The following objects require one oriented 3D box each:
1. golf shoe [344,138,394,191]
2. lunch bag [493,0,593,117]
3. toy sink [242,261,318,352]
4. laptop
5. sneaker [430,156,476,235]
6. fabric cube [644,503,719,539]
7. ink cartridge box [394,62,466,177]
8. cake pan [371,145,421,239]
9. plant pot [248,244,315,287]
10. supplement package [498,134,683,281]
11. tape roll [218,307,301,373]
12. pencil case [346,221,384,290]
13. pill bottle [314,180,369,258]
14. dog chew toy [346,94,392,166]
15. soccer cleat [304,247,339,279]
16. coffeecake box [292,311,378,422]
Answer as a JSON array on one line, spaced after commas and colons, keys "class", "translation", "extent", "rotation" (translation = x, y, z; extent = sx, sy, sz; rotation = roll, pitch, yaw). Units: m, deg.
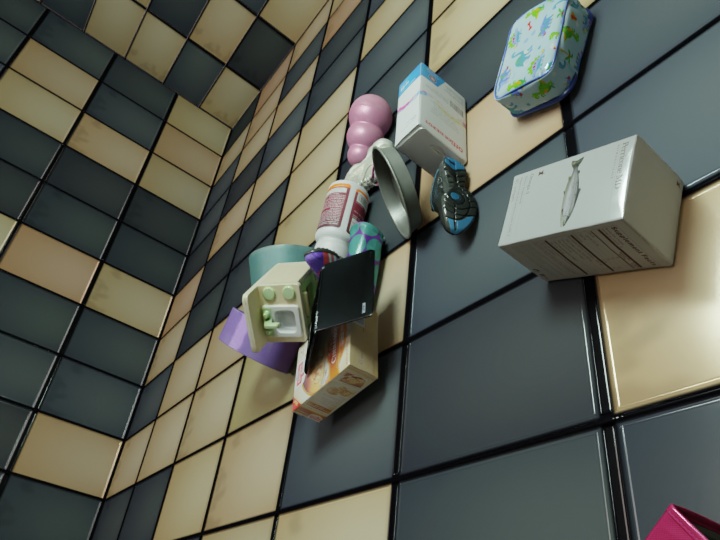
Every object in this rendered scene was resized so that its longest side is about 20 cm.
[{"class": "golf shoe", "translation": [0.019, -0.243, 1.504], "extent": [0.201, 0.074, 0.093], "rotation": [-50, 31, 25]}, {"class": "lunch bag", "translation": [0.326, -0.390, 1.062], "extent": [0.159, 0.081, 0.206], "rotation": [-13, 54, 56]}, {"class": "toy sink", "translation": [-0.160, 0.077, 1.275], "extent": [0.108, 0.135, 0.200], "rotation": [-3, 18, 16]}, {"class": "laptop", "translation": [-0.042, 0.081, 1.159], "extent": [0.180, 0.100, 0.204], "rotation": [-86, 9, -48]}, {"class": "sneaker", "translation": [0.175, -0.129, 1.130], "extent": [0.204, 0.071, 0.083], "rotation": [-84, 17, -46]}, {"class": "fabric cube", "translation": [0.263, 0.322, 0.383], "extent": [0.203, 0.193, 0.200], "rotation": [-58, 27, 11]}, {"class": "ink cartridge box", "translation": [0.151, -0.314, 1.242], "extent": [0.084, 0.142, 0.205], "rotation": [-34, 37, 41]}, {"class": "cake pan", "translation": [0.077, -0.168, 1.223], "extent": [0.036, 0.205, 0.201], "rotation": [-21, 29, -5]}, {"class": "plant pot", "translation": [-0.187, 0.048, 1.482], "extent": [0.199, 0.196, 0.167], "rotation": [-25, 62, 50]}, {"class": "supplement package", "translation": [0.299, -0.072, 0.773], "extent": [0.198, 0.115, 0.120], "rotation": [-13, 52, 57]}, {"class": "tape roll", "translation": [-0.250, 0.175, 1.462], "extent": [0.198, 0.197, 0.087], "rotation": [11, 73, 63]}, {"class": "pencil case", "translation": [0.000, 0.000, 1.293], "extent": [0.093, 0.082, 0.206], "rotation": [125, 159, -60]}, {"class": "pill bottle", "translation": [-0.050, -0.110, 1.458], "extent": [0.113, 0.112, 0.206], "rotation": [-23, 45, 51]}, {"class": "dog chew toy", "translation": [0.017, -0.367, 1.581], "extent": [0.123, 0.122, 0.207], "rotation": [-6, 68, 59]}, {"class": "soccer cleat", "translation": [-0.067, 0.014, 1.307], "extent": [0.066, 0.200, 0.076], "rotation": [-12, 63, 16]}, {"class": "coffeecake box", "translation": [-0.051, 0.183, 1.167], "extent": [0.200, 0.072, 0.157], "rotation": [-43, 31, 35]}]
